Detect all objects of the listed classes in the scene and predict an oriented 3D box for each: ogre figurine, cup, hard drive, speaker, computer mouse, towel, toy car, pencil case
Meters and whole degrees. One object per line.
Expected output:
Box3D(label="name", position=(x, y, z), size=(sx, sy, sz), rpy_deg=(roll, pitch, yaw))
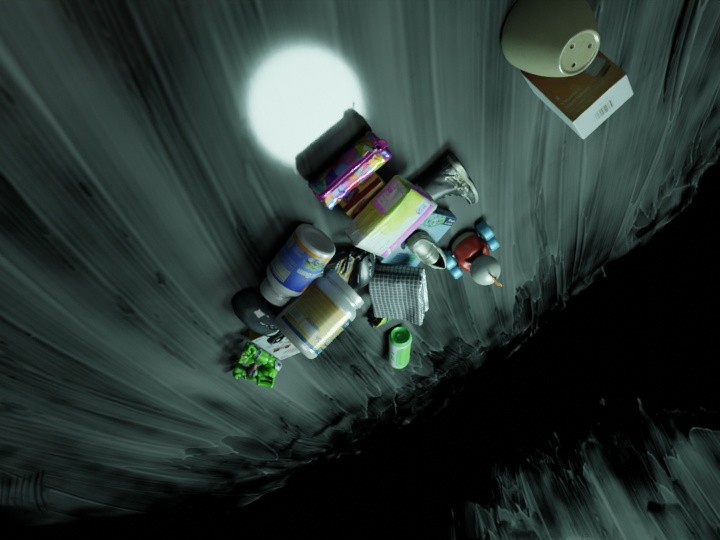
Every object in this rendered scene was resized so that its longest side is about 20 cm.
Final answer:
Box3D(label="ogre figurine", position=(-0.297, 0.279, 1.783), size=(0.119, 0.098, 0.200), rpy_deg=(24, 123, -8))
Box3D(label="cup", position=(0.426, -0.497, 1.331), size=(0.199, 0.143, 0.201), rpy_deg=(-17, 139, -15))
Box3D(label="hard drive", position=(-0.106, 0.036, 1.718), size=(0.139, 0.038, 0.200), rpy_deg=(-18, 146, -26))
Box3D(label="speaker", position=(0.143, 0.284, 2.276), size=(0.088, 0.089, 0.200), rpy_deg=(-25, 149, -15))
Box3D(label="computer mouse", position=(0.000, 0.000, 1.688), size=(0.140, 0.046, 0.201), rpy_deg=(-35, 155, -44))
Box3D(label="towel", position=(0.112, 0.073, 1.836), size=(0.165, 0.086, 0.201), rpy_deg=(3, 136, 13))
Box3D(label="computer mouse", position=(-0.247, 0.124, 1.622), size=(0.138, 0.053, 0.200), rpy_deg=(-41, 127, 14))
Box3D(label="toy car", position=(0.383, -0.014, 1.963), size=(0.184, 0.200, 0.177), rpy_deg=(-37, 150, 6))
Box3D(label="pencil case", position=(-0.022, -0.224, 1.376), size=(0.200, 0.089, 0.088), rpy_deg=(-41, 150, 11))

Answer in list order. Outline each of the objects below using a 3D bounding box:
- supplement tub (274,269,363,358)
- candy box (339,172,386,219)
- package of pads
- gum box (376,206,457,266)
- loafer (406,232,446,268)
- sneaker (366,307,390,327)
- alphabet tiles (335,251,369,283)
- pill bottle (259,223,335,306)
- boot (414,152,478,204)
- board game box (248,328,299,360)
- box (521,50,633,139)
Box3D(label="supplement tub", position=(-0.103, 0.109, 1.579), size=(0.200, 0.145, 0.145), rpy_deg=(-44, 151, -4))
Box3D(label="candy box", position=(0.038, -0.161, 1.556), size=(0.117, 0.057, 0.200), rpy_deg=(-40, 151, 10))
Box3D(label="package of pads", position=(0.073, -0.127, 1.515), size=(0.200, 0.068, 0.154), rpy_deg=(-46, 149, 16))
Box3D(label="gum box", position=(0.159, -0.099, 1.774), size=(0.169, 0.045, 0.200), rpy_deg=(6, 131, -49))
Box3D(label="loafer", position=(0.194, -0.053, 1.759), size=(0.070, 0.070, 0.200), rpy_deg=(-42, 150, 15))
Box3D(label="sneaker", position=(0.102, 0.104, 1.999), size=(0.085, 0.078, 0.200), rpy_deg=(-10, 152, -47))
Box3D(label="alphabet tiles", position=(-0.040, 0.025, 1.724), size=(0.167, 0.008, 0.201), rpy_deg=(-28, 150, -51))
Box3D(label="pill bottle", position=(-0.160, -0.008, 1.524), size=(0.112, 0.112, 0.200), rpy_deg=(7, 130, -49))
Box3D(label="boot", position=(0.222, -0.209, 1.652), size=(0.153, 0.074, 0.204), rpy_deg=(-36, 144, 7))
Box3D(label="board game box", position=(-0.211, 0.190, 1.798), size=(0.152, 0.040, 0.200), rpy_deg=(-22, 151, 8))
Box3D(label="box", position=(0.509, -0.442, 1.465), size=(0.152, 0.200, 0.106), rpy_deg=(-44, 150, 17))
